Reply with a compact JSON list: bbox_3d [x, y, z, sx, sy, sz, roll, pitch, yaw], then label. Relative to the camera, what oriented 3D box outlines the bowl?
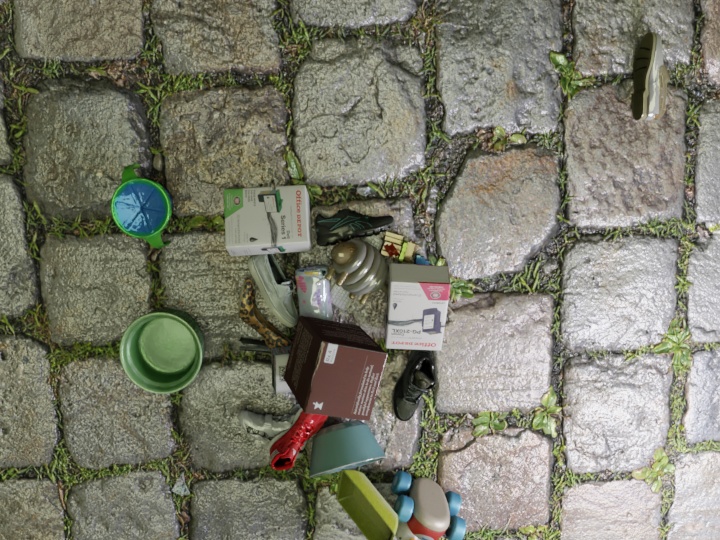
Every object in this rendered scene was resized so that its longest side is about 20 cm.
[{"bbox_3d":[-0.043,0.441,1.704,0.198,0.201,0.107,-16,72,0],"label":"bowl"}]

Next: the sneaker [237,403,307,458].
[{"bbox_3d":[-0.208,0.384,1.732,0.199,0.075,0.116,34,96,-13],"label":"sneaker"}]

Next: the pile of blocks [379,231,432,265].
[{"bbox_3d":[0.132,-0.019,1.680,0.199,0.062,0.082,41,96,-11],"label":"pile of blocks"}]

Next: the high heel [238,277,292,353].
[{"bbox_3d":[-0.229,0.113,1.681,0.140,0.072,0.203,4,113,0],"label":"high heel"}]

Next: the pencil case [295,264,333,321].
[{"bbox_3d":[-0.108,0.085,1.677,0.090,0.083,0.204,3,103,34],"label":"pencil case"}]

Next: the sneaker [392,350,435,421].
[{"bbox_3d":[0.134,0.297,1.713,0.075,0.114,0.202,21,100,-4],"label":"sneaker"}]

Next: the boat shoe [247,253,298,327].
[{"bbox_3d":[-0.199,0.042,1.666,0.071,0.070,0.203,-27,97,24],"label":"boat shoe"}]

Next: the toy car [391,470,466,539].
[{"bbox_3d":[0.143,0.659,1.756,0.182,0.177,0.202,23,110,-9],"label":"toy car"}]

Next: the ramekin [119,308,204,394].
[{"bbox_3d":[-0.479,0.190,1.671,0.196,0.098,0.204,0,100,-3],"label":"ramekin"}]

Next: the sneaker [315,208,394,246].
[{"bbox_3d":[-0.016,-0.116,1.651,0.196,0.075,0.081,-12,84,-1],"label":"sneaker"}]

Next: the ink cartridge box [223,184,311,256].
[{"bbox_3d":[-0.218,-0.119,1.617,0.196,0.084,0.149,-4,78,-2],"label":"ink cartridge box"}]

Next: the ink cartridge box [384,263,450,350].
[{"bbox_3d":[0.135,0.091,1.653,0.142,0.085,0.203,2,124,-1],"label":"ink cartridge box"}]

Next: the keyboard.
[{"bbox_3d":[-0.009,0.003,1.706,0.056,0.011,0.201,33,97,-8],"label":"keyboard"}]

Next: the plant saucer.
[{"bbox_3d":[0.024,0.600,1.706,0.048,0.201,0.200,-30,60,-27],"label":"plant saucer"}]

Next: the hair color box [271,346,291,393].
[{"bbox_3d":[-0.120,0.239,1.689,0.197,0.061,0.101,-3,103,-19],"label":"hair color box"}]

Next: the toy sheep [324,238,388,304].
[{"bbox_3d":[0.000,0.000,1.640,0.138,0.138,0.200,-45,130,5],"label":"toy sheep"}]

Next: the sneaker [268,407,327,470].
[{"bbox_3d":[-0.142,0.408,1.647,0.078,0.116,0.200,39,98,-17],"label":"sneaker"}]

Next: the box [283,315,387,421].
[{"bbox_3d":[-0.063,0.220,1.563,0.162,0.200,0.169,13,99,-23],"label":"box"}]

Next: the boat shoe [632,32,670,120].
[{"bbox_3d":[0.701,-0.464,1.634,0.067,0.075,0.204,-2,107,-8],"label":"boat shoe"}]

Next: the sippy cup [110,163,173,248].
[{"bbox_3d":[-0.499,-0.150,1.595,0.137,0.130,0.181,15,99,-4],"label":"sippy cup"}]
